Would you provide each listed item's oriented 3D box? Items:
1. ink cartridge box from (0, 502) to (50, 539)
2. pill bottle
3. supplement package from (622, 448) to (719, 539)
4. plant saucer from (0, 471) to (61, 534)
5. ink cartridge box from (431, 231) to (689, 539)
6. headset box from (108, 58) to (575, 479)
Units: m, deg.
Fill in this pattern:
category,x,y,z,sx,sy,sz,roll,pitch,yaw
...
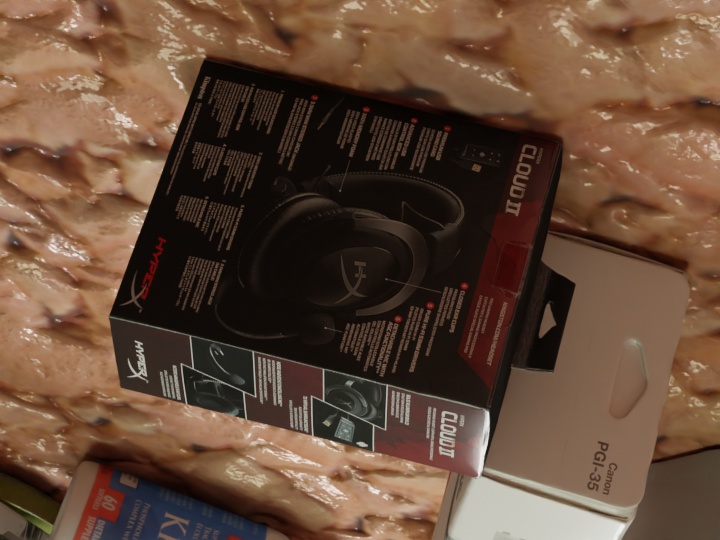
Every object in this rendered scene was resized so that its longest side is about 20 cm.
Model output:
category,x,y,z,sx,sy,sz,roll,pitch,yaw
ink cartridge box,-0.260,0.212,1.664,0.115,0.067,0.200,-15,136,43
pill bottle,-0.108,0.208,1.593,0.199,0.113,0.112,20,151,-7
supplement package,0.220,0.219,1.343,0.147,0.201,0.191,35,147,-29
plant saucer,-0.269,0.181,1.715,0.199,0.031,0.200,13,149,8
ink cartridge box,0.095,0.093,1.252,0.082,0.147,0.200,17,150,1
headset box,0.000,0.000,1.146,0.199,0.150,0.077,13,151,6
